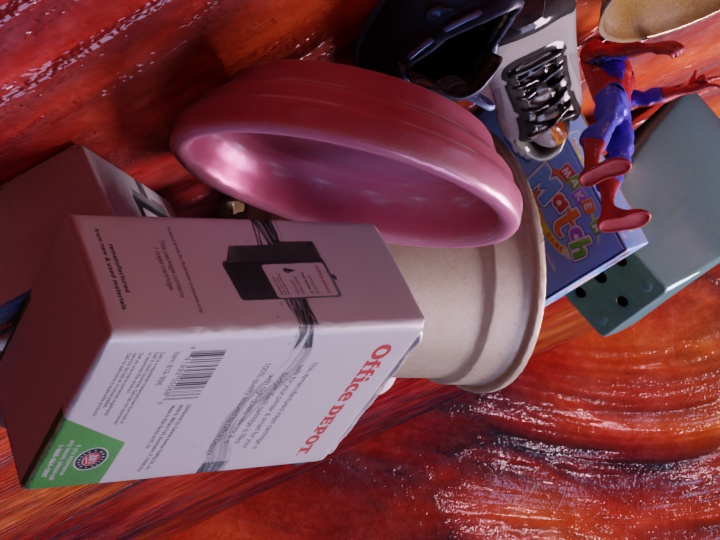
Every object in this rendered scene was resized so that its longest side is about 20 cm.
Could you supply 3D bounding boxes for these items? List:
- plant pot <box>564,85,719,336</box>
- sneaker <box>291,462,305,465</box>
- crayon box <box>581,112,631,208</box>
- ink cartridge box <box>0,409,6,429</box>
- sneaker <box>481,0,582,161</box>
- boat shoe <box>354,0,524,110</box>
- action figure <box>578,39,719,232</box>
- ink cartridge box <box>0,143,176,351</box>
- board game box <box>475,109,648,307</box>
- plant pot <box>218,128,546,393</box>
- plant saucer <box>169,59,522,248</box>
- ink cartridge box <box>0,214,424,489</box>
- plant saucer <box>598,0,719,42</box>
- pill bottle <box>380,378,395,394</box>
[{"bbox_3d":[0.258,-0.039,1.201,0.200,0.141,0.141,-41,178,-44],"label":"plant pot"},{"bbox_3d":[-0.053,0.056,1.034,0.073,0.201,0.071,18,138,-24],"label":"sneaker"},{"bbox_3d":[0.127,-0.049,1.091,0.051,0.127,0.200,-18,164,-32],"label":"crayon box"},{"bbox_3d":[-0.225,0.098,1.021,0.199,0.042,0.119,14,-169,32],"label":"ink cartridge box"},{"bbox_3d":[0.114,-0.127,0.852,0.074,0.080,0.200,-24,167,4],"label":"sneaker"},{"bbox_3d":[0.040,-0.121,0.743,0.084,0.069,0.200,-24,168,-9],"label":"boat shoe"},{"bbox_3d":[0.198,-0.113,0.907,0.099,0.065,0.200,-15,-146,17],"label":"action figure"},{"bbox_3d":[-0.172,-0.001,0.822,0.116,0.068,0.200,-27,167,5],"label":"ink cartridge box"},{"bbox_3d":[0.107,-0.039,1.031,0.036,0.152,0.200,-14,164,-45],"label":"board game box"},{"bbox_3d":[0.000,0.000,0.945,0.183,0.201,0.200,-7,161,-27],"label":"plant pot"},{"bbox_3d":[-0.005,-0.065,0.745,0.199,0.051,0.201,12,169,2],"label":"plant saucer"},{"bbox_3d":[-0.085,0.045,0.753,0.199,0.083,0.147,1,140,-36],"label":"ink cartridge box"},{"bbox_3d":[0.232,-0.212,0.831,0.199,0.036,0.200,-24,168,-5],"label":"plant saucer"},{"bbox_3d":[-0.038,0.075,1.264,0.199,0.110,0.109,-10,162,-28],"label":"pill bottle"}]
